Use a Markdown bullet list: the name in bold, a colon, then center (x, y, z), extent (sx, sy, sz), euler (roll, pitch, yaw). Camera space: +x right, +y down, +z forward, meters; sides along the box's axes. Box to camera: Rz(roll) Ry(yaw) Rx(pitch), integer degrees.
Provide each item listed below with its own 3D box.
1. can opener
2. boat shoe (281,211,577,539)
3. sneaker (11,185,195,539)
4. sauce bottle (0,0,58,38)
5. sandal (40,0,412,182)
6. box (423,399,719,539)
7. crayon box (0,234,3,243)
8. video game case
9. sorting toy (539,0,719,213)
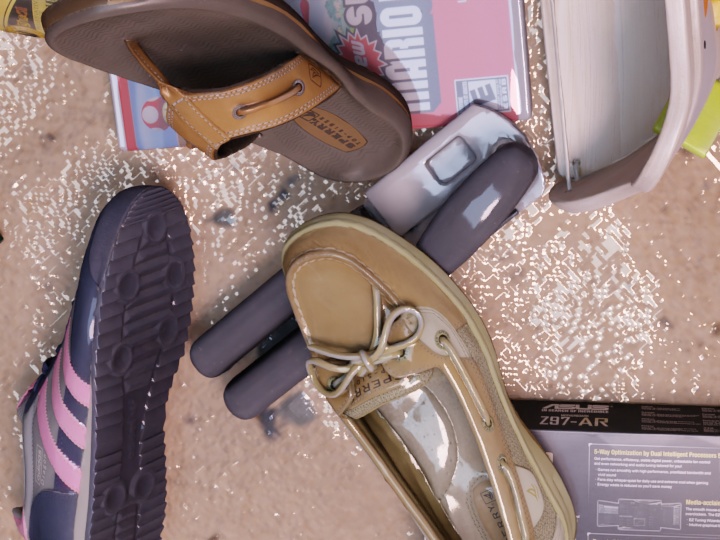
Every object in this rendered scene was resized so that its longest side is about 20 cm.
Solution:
- **can opener**: center (0.000, 0.000, 0.903), extent (0.199, 0.067, 0.053), euler (-39, 92, 17)
- **boat shoe**: center (0.028, 0.067, 0.866), extent (0.073, 0.063, 0.202), euler (-23, 106, 27)
- **sneaker**: center (-0.134, 0.051, 0.940), extent (0.081, 0.070, 0.202), euler (19, 105, 35)
- **sauce bottle**: center (-0.133, -0.135, 0.875), extent (0.198, 0.065, 0.065), euler (10, 106, 8)
- **sandal**: center (-0.049, -0.070, 0.832), extent (0.081, 0.199, 0.055), euler (-20, 59, 31)
- **box**: center (0.129, 0.146, 0.938), extent (0.198, 0.044, 0.162), euler (1, 105, 8)
- **crayon box**: center (-0.303, -0.040, 0.945), extent (0.172, 0.058, 0.201), euler (-34, 97, 17)
- **video game case**: center (-0.024, -0.133, 0.900), extent (0.198, 0.017, 0.145), euler (-4, 105, 10)
- **sorting toy**: center (0.117, -0.114, 0.799), extent (0.106, 0.180, 0.202), euler (-5, 105, 10)
